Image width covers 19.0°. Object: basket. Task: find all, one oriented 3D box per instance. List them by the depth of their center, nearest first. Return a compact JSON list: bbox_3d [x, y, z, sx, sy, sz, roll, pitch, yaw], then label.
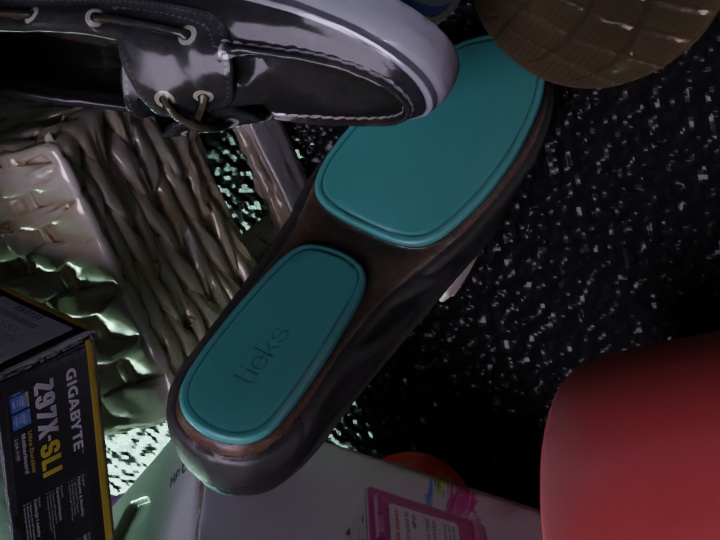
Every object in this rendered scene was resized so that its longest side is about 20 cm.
[{"bbox_3d":[-0.131,-0.006,0.866,0.200,0.123,0.136,-12,112,35],"label":"basket"}]

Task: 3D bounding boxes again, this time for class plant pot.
[{"bbox_3d":[0.186,0.096,0.727,0.177,0.201,0.201,-23,107,27],"label":"plant pot"}]

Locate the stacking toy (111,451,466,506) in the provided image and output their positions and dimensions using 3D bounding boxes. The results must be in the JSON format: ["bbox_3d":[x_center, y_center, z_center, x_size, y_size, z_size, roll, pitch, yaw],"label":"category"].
[{"bbox_3d":[-0.039,0.124,0.933,0.199,0.085,0.086,-15,112,30],"label":"stacking toy"}]

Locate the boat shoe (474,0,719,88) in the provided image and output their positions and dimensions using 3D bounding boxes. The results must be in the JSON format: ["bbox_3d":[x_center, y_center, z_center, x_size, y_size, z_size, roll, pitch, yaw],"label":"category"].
[{"bbox_3d":[0.105,-0.125,0.697,0.072,0.068,0.200,40,148,-3],"label":"boat shoe"}]

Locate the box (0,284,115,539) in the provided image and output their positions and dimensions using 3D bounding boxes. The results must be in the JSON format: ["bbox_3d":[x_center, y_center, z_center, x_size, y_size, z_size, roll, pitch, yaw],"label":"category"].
[{"bbox_3d":[-0.153,0.094,0.789,0.159,0.049,0.201,19,123,40],"label":"box"}]

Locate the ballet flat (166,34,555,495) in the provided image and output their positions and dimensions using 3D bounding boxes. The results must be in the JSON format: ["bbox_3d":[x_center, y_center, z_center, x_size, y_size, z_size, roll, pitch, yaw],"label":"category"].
[{"bbox_3d":[0.000,0.000,0.774,0.068,0.200,0.068,32,157,22],"label":"ballet flat"}]

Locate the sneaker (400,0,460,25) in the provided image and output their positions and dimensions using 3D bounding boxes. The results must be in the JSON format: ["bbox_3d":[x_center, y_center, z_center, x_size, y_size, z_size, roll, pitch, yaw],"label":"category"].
[{"bbox_3d":[-0.005,-0.134,0.675,0.076,0.105,0.200,16,141,18],"label":"sneaker"}]

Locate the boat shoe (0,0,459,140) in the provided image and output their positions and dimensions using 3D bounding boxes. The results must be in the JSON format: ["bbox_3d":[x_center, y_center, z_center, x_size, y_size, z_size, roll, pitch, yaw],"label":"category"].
[{"bbox_3d":[-0.064,-0.073,0.742,0.199,0.057,0.069,14,157,23],"label":"boat shoe"}]

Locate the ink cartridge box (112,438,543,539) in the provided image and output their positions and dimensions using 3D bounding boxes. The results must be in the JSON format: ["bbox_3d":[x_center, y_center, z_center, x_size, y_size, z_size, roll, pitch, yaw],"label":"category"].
[{"bbox_3d":[-0.003,0.145,0.838,0.199,0.085,0.145,20,139,-18],"label":"ink cartridge box"}]
